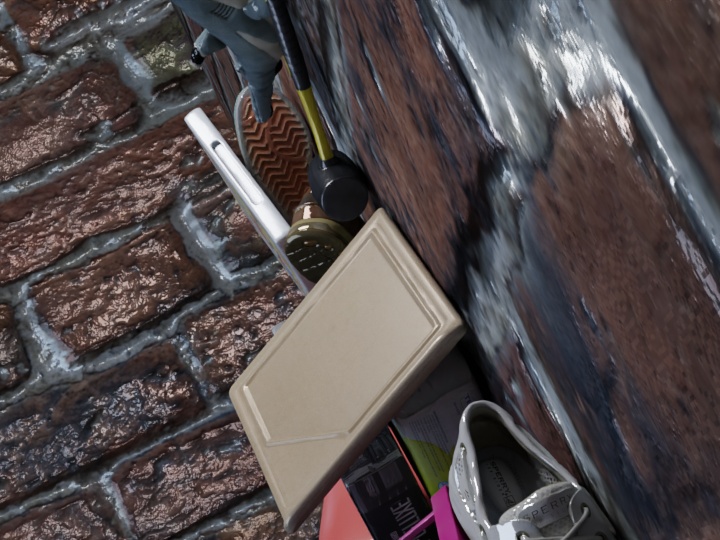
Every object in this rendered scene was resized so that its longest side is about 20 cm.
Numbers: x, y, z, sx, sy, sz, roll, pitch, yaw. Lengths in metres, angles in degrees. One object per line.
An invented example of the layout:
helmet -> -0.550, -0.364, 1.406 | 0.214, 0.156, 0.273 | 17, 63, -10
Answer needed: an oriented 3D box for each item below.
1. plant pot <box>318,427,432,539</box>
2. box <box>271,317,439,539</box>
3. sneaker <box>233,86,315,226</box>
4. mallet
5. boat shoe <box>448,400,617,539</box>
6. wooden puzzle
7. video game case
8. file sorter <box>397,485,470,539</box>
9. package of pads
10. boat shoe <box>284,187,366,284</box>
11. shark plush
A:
plant pot -> 0.045, 0.251, 1.424 | 0.178, 0.199, 0.201 | -104, -8, -57
box -> 0.005, 0.143, 1.211 | 0.158, 0.049, 0.200 | 65, 177, -39
sneaker -> -0.073, -0.095, 1.526 | 0.201, 0.071, 0.080 | 65, 172, -23
mallet -> -0.038, -0.127, 1.163 | 0.066, 0.041, 0.201 | -116, 6, -55
boat shoe -> 0.098, 0.143, 0.820 | 0.200, 0.070, 0.070 | 50, 157, 49
wooden puzzle -> -0.011, 0.068, 1.102 | 0.037, 0.185, 0.200 | 34, -167, -27
video game case -> -0.090, -0.045, 1.524 | 0.182, 0.023, 0.200 | 52, 176, 31
file sorter -> 0.076, 0.259, 0.905 | 0.200, 0.125, 0.139 | 46, -168, -18
package of pads -> 0.047, 0.092, 1.174 | 0.155, 0.068, 0.200 | 65, 175, -34
boat shoe -> -0.001, 0.000, 1.311 | 0.200, 0.071, 0.068 | 57, -144, -49
shark plush -> -0.105, -0.195, 1.238 | 0.091, 0.083, 0.200 | 62, 175, 22
